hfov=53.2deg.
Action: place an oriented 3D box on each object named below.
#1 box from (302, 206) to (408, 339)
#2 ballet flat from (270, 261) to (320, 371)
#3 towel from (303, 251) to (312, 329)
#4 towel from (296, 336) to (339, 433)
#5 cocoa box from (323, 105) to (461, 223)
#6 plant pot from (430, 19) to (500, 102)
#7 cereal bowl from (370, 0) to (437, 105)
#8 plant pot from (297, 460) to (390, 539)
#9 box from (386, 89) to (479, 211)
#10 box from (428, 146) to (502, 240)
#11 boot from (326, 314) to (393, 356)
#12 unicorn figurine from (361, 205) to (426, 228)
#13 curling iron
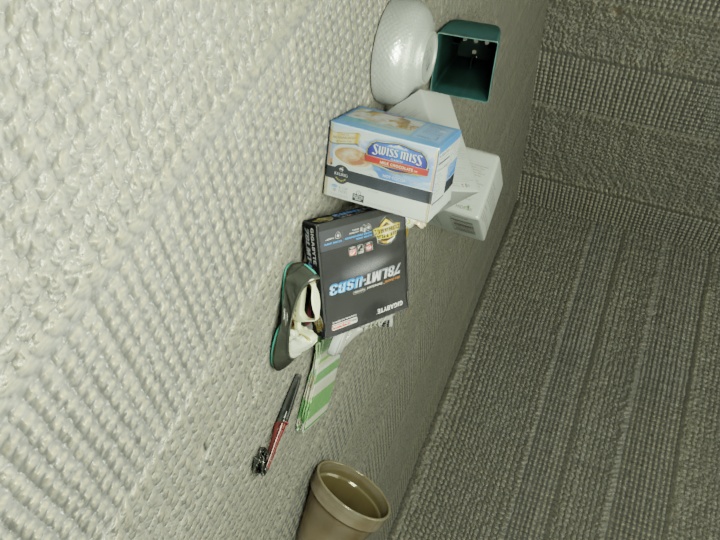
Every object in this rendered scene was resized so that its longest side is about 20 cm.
[{"bbox_3d":[-0.003,-0.005,1.256,0.198,0.049,0.202,-16,110,-36],"label":"box"},{"bbox_3d":[-0.105,0.087,1.196,0.068,0.068,0.203,-30,135,-58],"label":"ballet flat"},{"bbox_3d":[-0.063,0.015,1.303,0.143,0.023,0.203,-23,130,-54],"label":"towel"},{"bbox_3d":[-0.080,0.219,1.489,0.152,0.023,0.203,-22,125,-70],"label":"towel"},{"bbox_3d":[0.054,-0.186,1.225,0.133,0.197,0.133,-44,147,-56],"label":"cocoa box"},{"bbox_3d":[0.259,-0.515,1.704,0.201,0.139,0.143,-64,163,-51],"label":"plant pot"},{"bbox_3d":[0.092,-0.406,1.345,0.200,0.082,0.203,16,90,-73],"label":"cereal bowl"},{"bbox_3d":[-0.055,0.573,1.662,0.175,0.199,0.200,-59,166,11],"label":"plant pot"},{"bbox_3d":[0.125,-0.219,1.365,0.097,0.124,0.203,-4,75,-46],"label":"box"},{"bbox_3d":[0.245,-0.206,1.834,0.199,0.197,0.174,43,68,-71],"label":"box"},{"bbox_3d":[0.017,0.088,1.367,0.202,0.095,0.074,-62,180,-13],"label":"boot"},{"bbox_3d":[0.039,-0.114,1.400,0.138,0.196,0.075,-101,-168,-63],"label":"unicorn figurine"},{"bbox_3d":[-0.147,0.282,1.318,0.050,0.025,0.202,83,28,-60],"label":"curling iron"}]
